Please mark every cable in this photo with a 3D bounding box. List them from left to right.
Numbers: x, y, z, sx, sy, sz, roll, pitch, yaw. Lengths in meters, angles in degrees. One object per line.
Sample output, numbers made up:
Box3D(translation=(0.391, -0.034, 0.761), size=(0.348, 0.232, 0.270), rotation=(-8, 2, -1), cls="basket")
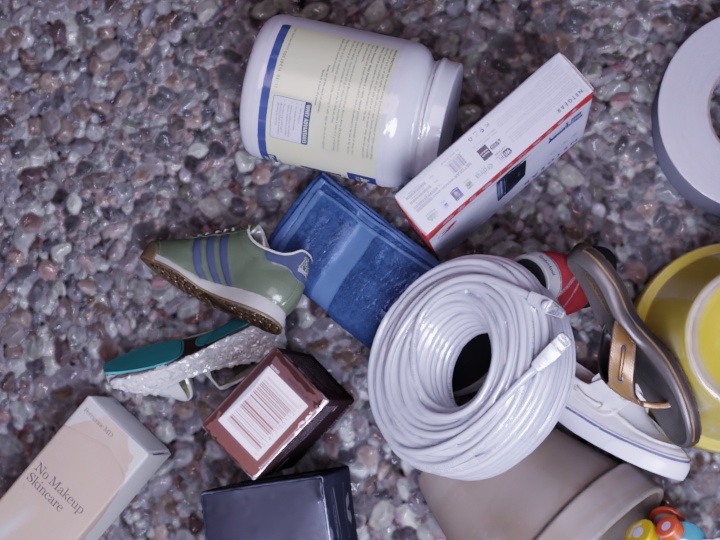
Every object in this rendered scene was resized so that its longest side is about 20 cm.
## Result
Box3D(translation=(0.096, 0.084, 1.064), size=(0.201, 0.069, 0.200), rotation=(-56, 42, 11), cls="cable")

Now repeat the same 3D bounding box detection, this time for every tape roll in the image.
Box3D(translation=(0.389, -0.151, 1.173), size=(0.198, 0.066, 0.203), rotation=(-1, 84, 8), cls="tape roll")

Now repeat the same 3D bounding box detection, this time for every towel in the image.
Box3D(translation=(0.000, 0.000, 1.199), size=(0.199, 0.049, 0.112), rotation=(39, 91, 20), cls="towel")

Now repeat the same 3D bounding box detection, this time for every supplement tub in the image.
Box3D(translation=(-0.007, -0.165, 1.186), size=(0.198, 0.145, 0.147), rotation=(14, 85, 9), cls="supplement tub")

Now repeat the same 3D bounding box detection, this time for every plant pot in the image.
Box3D(translation=(0.152, 0.222, 1.114), size=(0.173, 0.200, 0.200), rotation=(41, 90, 26), cls="plant pot")
Box3D(translation=(0.347, 0.068, 1.092), size=(0.198, 0.189, 0.204), rotation=(-1, 83, 8), cls="plant pot")

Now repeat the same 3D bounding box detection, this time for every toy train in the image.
Box3D(translation=(0.296, 0.288, 1.099), size=(0.148, 0.056, 0.201), rotation=(14, 130, 5), cls="toy train")

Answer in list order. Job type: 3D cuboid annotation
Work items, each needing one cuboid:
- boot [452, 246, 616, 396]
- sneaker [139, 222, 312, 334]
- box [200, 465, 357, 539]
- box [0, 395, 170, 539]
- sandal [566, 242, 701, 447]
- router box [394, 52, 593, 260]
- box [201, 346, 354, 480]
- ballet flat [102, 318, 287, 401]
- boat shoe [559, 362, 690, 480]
Box3D(translation=(0.164, 0.051, 1.179), size=(0.200, 0.143, 0.073), rotation=(-49, 63, 37), cls="boot")
Box3D(translation=(-0.129, -0.009, 1.208), size=(0.199, 0.067, 0.090), rotation=(22, 71, 36), cls="sneaker")
Box3D(translation=(-0.063, 0.292, 1.113), size=(0.116, 0.200, 0.199), rotation=(-8, 82, 6), cls="box")
Box3D(translation=(-0.297, 0.231, 1.212), size=(0.095, 0.078, 0.201), rotation=(39, 90, 10), cls="box")
Box3D(translation=(0.231, 0.071, 1.053), size=(0.054, 0.082, 0.201), rotation=(-29, 85, -9), cls="sandal")
Box3D(translation=(0.129, -0.103, 1.144), size=(0.200, 0.179, 0.049), rotation=(-41, 80, 2), cls="router box")
Box3D(translation=(-0.073, 0.135, 1.133), size=(0.075, 0.200, 0.100), rotation=(44, 91, 7), cls="box")
Box3D(translation=(-0.165, 0.098, 1.219), size=(0.198, 0.072, 0.073), rotation=(-19, 82, 5), cls="ballet flat")
Box3D(translation=(0.232, 0.125, 1.121), size=(0.199, 0.070, 0.070), rotation=(32, 100, 48), cls="boat shoe")
